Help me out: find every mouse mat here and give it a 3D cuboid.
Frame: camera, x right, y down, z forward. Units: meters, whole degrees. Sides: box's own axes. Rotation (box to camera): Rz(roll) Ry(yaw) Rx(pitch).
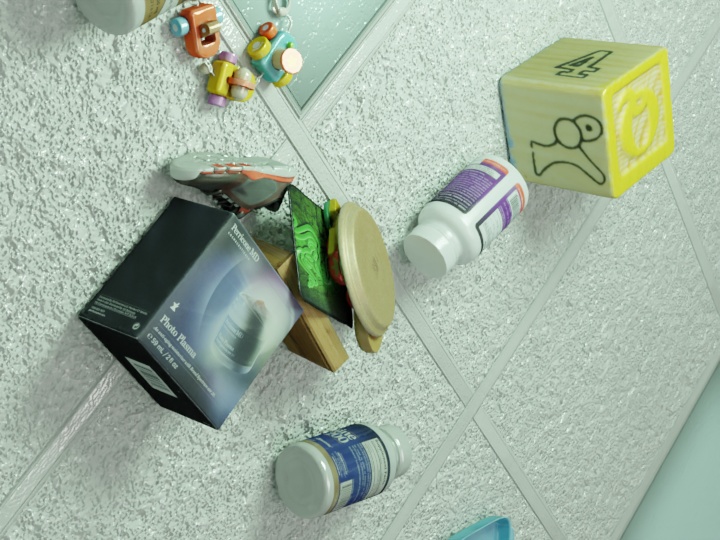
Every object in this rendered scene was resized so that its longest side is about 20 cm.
[{"bbox_3d":[-0.051,-0.016,1.715,0.200,0.008,0.161,34,46,-65],"label":"mouse mat"}]

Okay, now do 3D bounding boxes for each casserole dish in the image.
[{"bbox_3d":[0.197,0.499,2.234,0.200,0.039,0.121,-18,115,-45],"label":"casserole dish"}]

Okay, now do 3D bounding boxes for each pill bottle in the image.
[{"bbox_3d":[-0.019,0.285,1.866,0.200,0.111,0.111,-10,110,-46],"label":"pill bottle"},{"bbox_3d":[-0.221,-0.354,1.428,0.200,0.114,0.115,-39,129,-34],"label":"pill bottle"},{"bbox_3d":[0.158,-0.079,1.946,0.200,0.111,0.112,-43,131,-30],"label":"pill bottle"}]

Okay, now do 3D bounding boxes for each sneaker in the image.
[{"bbox_3d":[-0.159,-0.101,1.614,0.200,0.077,0.082,0,109,-48],"label":"sneaker"}]

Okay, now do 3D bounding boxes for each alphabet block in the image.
[{"bbox_3d":[0.368,-0.251,2.059,0.196,0.200,0.196,-37,128,-35],"label":"alphabet block"}]

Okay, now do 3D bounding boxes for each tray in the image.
[{"bbox_3d":[-0.094,0.047,1.712,0.037,0.099,0.200,-46,132,-21],"label":"tray"}]

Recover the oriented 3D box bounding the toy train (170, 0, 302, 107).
[{"bbox_3d":[-0.140,-0.283,1.588,0.200,0.056,0.151,-23,119,-42],"label":"toy train"}]

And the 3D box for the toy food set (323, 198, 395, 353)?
[{"bbox_3d":[0.000,0.000,1.776,0.200,0.049,0.198,58,25,-47],"label":"toy food set"}]

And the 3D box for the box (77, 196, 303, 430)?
[{"bbox_3d":[-0.203,0.052,1.576,0.199,0.123,0.200,-55,137,-22],"label":"box"}]
